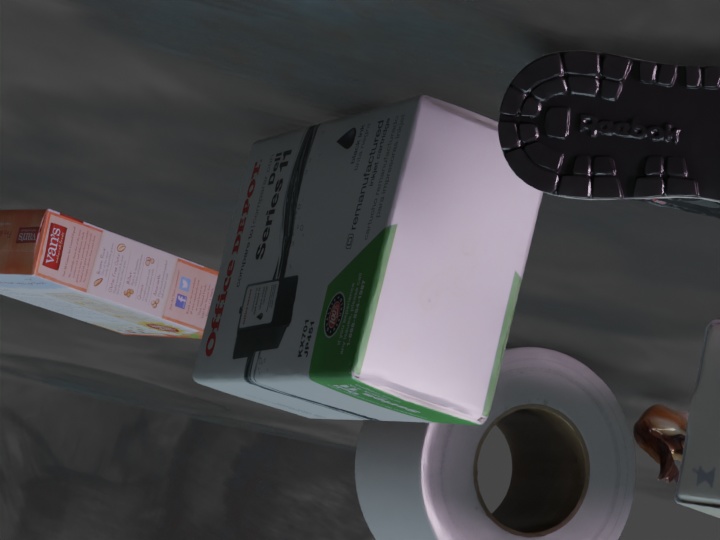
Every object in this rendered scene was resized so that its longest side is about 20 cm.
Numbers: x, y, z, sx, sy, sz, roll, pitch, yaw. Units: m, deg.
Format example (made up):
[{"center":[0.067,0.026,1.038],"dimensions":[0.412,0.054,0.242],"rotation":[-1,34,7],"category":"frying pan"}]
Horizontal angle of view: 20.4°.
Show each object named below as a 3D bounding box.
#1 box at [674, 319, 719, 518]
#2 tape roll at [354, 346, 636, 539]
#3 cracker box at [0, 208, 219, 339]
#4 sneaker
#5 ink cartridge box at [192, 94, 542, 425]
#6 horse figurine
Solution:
[{"center":[0.323,0.121,1.361],"dimensions":[0.109,0.129,0.199],"rotation":[2,166,46],"category":"box"},{"center":[0.112,0.166,1.677],"dimensions":[0.202,0.204,0.139],"rotation":[17,170,-22],"category":"tape roll"},{"center":[-0.218,0.004,1.604],"dimensions":[0.133,0.058,0.199],"rotation":[2,166,45],"category":"cracker box"},{"center":[0.161,-0.052,0.822],"dimensions":[0.199,0.076,0.088],"rotation":[14,-174,13],"category":"sneaker"},{"center":[0.000,0.000,1.040],"dimensions":[0.083,0.148,0.200],"rotation":[19,168,-25],"category":"ink cartridge box"},{"center":[0.299,0.158,1.797],"dimensions":[0.132,0.050,0.200],"rotation":[27,-171,36],"category":"horse figurine"}]
